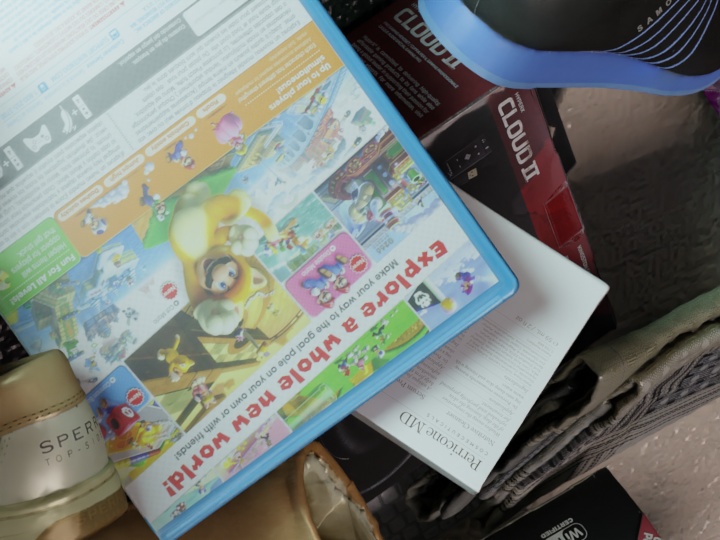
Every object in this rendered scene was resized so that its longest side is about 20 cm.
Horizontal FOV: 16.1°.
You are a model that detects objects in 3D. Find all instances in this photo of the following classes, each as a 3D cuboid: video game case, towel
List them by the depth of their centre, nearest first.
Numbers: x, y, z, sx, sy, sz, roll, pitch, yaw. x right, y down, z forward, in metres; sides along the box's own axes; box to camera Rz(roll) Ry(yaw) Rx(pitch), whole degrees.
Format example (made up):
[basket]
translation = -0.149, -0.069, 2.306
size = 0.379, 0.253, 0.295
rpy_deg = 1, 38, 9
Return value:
[video game case]
translation = -0.063, -0.034, 0.822
size = 0.143, 0.200, 0.018
rpy_deg = -36, 178, 4
[towel]
translation = 0.129, 0.043, 1.039
size = 0.199, 0.035, 0.193
rpy_deg = -23, 169, -28

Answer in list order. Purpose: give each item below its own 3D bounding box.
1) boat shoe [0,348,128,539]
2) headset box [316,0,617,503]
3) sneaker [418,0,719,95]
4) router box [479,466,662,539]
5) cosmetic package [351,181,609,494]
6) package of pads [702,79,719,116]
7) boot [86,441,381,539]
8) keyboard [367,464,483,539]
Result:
[boat shoe]
translation = -0.166, 0.055, 0.837
size = 0.074, 0.199, 0.067
rpy_deg = -31, 114, -61
[headset box]
translation = 0.000, 0.000, 0.966
size = 0.200, 0.077, 0.149
rpy_deg = -36, 136, -10
[sneaker]
translation = 0.105, -0.112, 0.928
size = 0.200, 0.070, 0.078
rpy_deg = -14, 150, -53
[router box]
translation = 0.056, 0.186, 1.113
size = 0.149, 0.062, 0.200
rpy_deg = -28, 152, -16
[cosmetic package]
translation = -0.023, -0.013, 0.858
size = 0.083, 0.200, 0.051
rpy_deg = -56, 177, -7
[package of pads]
translation = 0.239, -0.113, 1.047
size = 0.200, 0.076, 0.120
rpy_deg = -46, 147, 2
[boot]
translation = -0.078, 0.149, 0.952
size = 0.199, 0.066, 0.175
rpy_deg = -16, 139, 16
[keyboard]
translation = -0.018, 0.124, 1.091
size = 0.200, 0.011, 0.056
rpy_deg = -33, 135, -12
